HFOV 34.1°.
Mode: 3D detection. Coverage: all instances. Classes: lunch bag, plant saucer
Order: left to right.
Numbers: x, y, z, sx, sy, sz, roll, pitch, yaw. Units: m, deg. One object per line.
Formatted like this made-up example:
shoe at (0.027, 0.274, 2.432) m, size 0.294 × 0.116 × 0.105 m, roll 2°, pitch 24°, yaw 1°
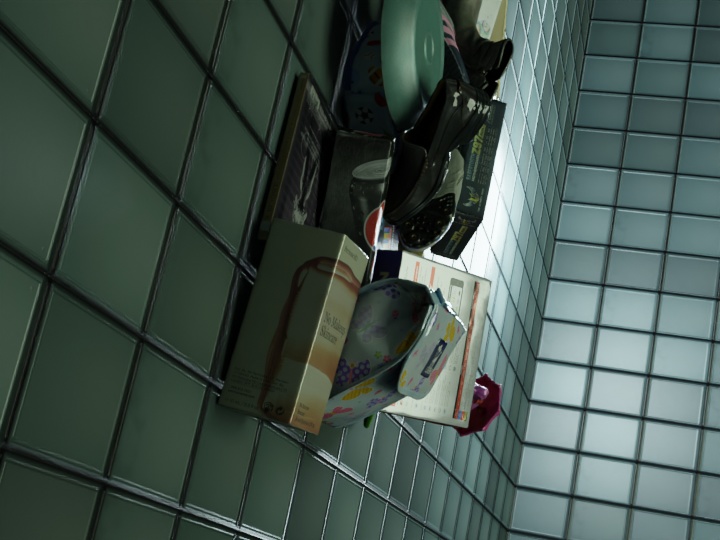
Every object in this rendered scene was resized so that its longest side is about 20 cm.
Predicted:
lunch bag at (0.019, 0.093, 1.335) m, size 0.128 × 0.199 × 0.170 m, roll 64°, pitch 6°, yaw 18°
lunch bag at (0.034, -0.211, 1.515) m, size 0.161 × 0.075 × 0.202 m, roll -66°, pitch 156°, yaw -50°
plant saucer at (0.070, -0.272, 1.436) m, size 0.200 × 0.036 × 0.202 m, roll 2°, pitch 90°, yaw -71°

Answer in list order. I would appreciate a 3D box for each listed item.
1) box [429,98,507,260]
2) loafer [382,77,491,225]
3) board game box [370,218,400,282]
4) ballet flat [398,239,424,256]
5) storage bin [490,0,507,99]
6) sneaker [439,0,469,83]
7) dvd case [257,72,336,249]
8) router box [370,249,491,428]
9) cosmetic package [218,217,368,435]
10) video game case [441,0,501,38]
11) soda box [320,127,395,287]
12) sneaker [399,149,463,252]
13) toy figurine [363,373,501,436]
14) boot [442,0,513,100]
box at (0.161, -0.137, 1.760) m, size 0.158 × 0.050 × 0.202 m, roll 116°, pitch -12°, yaw -67°
loafer at (0.073, -0.148, 1.428) m, size 0.072 × 0.073 × 0.201 m, roll 22°, pitch 107°, yaw -38°
board game box at (0.000, 0.000, 1.516) m, size 0.165 × 0.056 × 0.202 m, roll -4°, pitch 101°, yaw -72°
ballet flat at (0.052, 0.011, 1.648) m, size 0.201 × 0.070 × 0.071 m, roll -80°, pitch 168°, yaw -57°
storage bin at (0.166, -0.371, 1.861) m, size 0.200 × 0.093 × 0.201 m, roll -22°, pitch 117°, yaw -71°
sneaker at (0.111, -0.296, 1.566) m, size 0.082 × 0.070 × 0.202 m, roll -13°, pitch 79°, yaw -51°
dvd case at (-0.067, -0.096, 1.318) m, size 0.149 × 0.016 × 0.202 m, roll 62°, pitch 38°, yaw -65°
router box at (0.081, 0.089, 1.502) m, size 0.179 × 0.049 × 0.202 m, roll 18°, pitch 80°, yaw -42°
cosmetic package at (-0.067, 0.060, 1.225) m, size 0.103 × 0.086 × 0.202 m, roll 38°, pitch 66°, yaw -69°
video game case at (0.128, -0.366, 1.680) m, size 0.181 × 0.024 × 0.202 m, roll 26°, pitch 79°, yaw -46°
soda box at (-0.009, -0.063, 1.384) m, size 0.063 × 0.070 × 0.202 m, roll -57°, pitch 157°, yaw -78°
sneaker at (0.099, -0.091, 1.622) m, size 0.073 × 0.071 × 0.201 m, roll 102°, pitch 8°, yaw -47°
toy figurine at (0.112, 0.163, 1.640) m, size 0.200 × 0.182 × 0.152 m, roll 107°, pitch -3°, yaw -69°
boot at (0.162, -0.312, 1.616) m, size 0.068 × 0.130 × 0.202 m, roll 30°, pitch 77°, yaw -45°
